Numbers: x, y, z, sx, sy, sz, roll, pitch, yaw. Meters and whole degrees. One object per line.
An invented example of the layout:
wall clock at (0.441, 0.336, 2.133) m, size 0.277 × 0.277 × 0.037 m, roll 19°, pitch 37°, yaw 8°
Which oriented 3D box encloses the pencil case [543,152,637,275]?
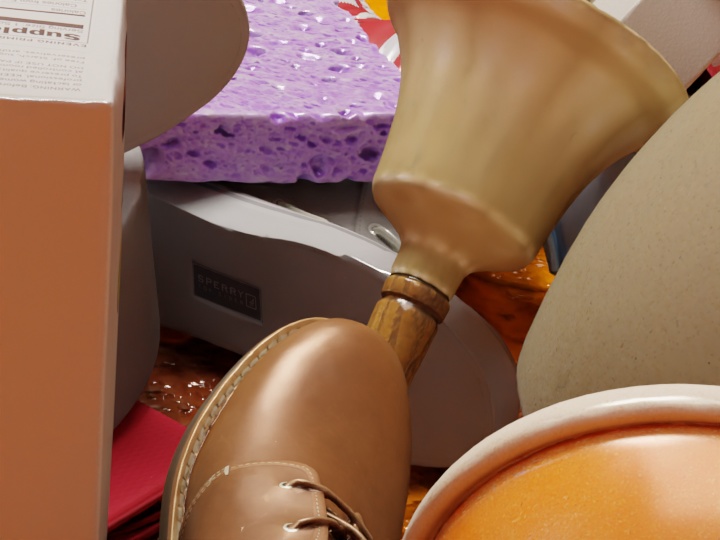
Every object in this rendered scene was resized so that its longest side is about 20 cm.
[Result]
pencil case at (0.166, -0.031, 0.992) m, size 0.200 × 0.083 × 0.091 m, roll -13°, pitch 14°, yaw -35°

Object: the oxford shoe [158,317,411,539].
oxford shoe at (-0.016, 0.079, 0.663) m, size 0.071 × 0.071 × 0.200 m, roll 32°, pitch 43°, yaw -14°

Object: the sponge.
sponge at (-0.054, -0.084, 0.975) m, size 0.111 × 0.030 × 0.200 m, roll -1°, pitch 25°, yaw -18°

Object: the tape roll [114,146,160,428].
tape roll at (-0.167, 0.002, 0.831) m, size 0.200 × 0.066 × 0.200 m, roll -2°, pitch 34°, yaw 1°

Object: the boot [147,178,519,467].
boot at (0.000, 0.000, 0.900) m, size 0.200 × 0.074 × 0.096 m, roll 27°, pitch 36°, yaw 37°

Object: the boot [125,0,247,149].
boot at (-0.143, -0.074, 0.801) m, size 0.200 × 0.074 × 0.096 m, roll -16°, pitch 40°, yaw -16°

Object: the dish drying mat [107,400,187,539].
dish drying mat at (-0.138, 0.042, 0.848) m, size 0.200 × 0.018 × 0.077 m, roll 24°, pitch 34°, yaw 32°

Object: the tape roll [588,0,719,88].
tape roll at (0.090, -0.096, 0.962) m, size 0.037 × 0.203 × 0.203 m, roll 43°, pitch 22°, yaw -12°

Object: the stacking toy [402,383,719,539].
stacking toy at (0.073, 0.137, 0.591) m, size 0.146 × 0.146 × 0.200 m, roll 6°, pitch 41°, yaw 2°

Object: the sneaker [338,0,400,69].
sneaker at (-0.003, -0.099, 1.116) m, size 0.112 × 0.071 × 0.200 m, roll 5°, pitch 32°, yaw 8°

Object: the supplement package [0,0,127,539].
supplement package at (-0.142, 0.024, 0.669) m, size 0.156 × 0.200 × 0.111 m, roll 3°, pitch 25°, yaw -4°

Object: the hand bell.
hand bell at (0.014, 0.016, 0.779) m, size 0.104 × 0.200 × 0.104 m, roll 24°, pitch -15°, yaw 7°

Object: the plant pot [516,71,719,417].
plant pot at (0.125, 0.037, 0.748) m, size 0.134 × 0.200 × 0.200 m, roll -26°, pitch 20°, yaw 15°

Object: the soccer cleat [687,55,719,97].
soccer cleat at (0.117, -0.087, 1.047) m, size 0.076 × 0.067 × 0.200 m, roll -35°, pitch 6°, yaw -26°
